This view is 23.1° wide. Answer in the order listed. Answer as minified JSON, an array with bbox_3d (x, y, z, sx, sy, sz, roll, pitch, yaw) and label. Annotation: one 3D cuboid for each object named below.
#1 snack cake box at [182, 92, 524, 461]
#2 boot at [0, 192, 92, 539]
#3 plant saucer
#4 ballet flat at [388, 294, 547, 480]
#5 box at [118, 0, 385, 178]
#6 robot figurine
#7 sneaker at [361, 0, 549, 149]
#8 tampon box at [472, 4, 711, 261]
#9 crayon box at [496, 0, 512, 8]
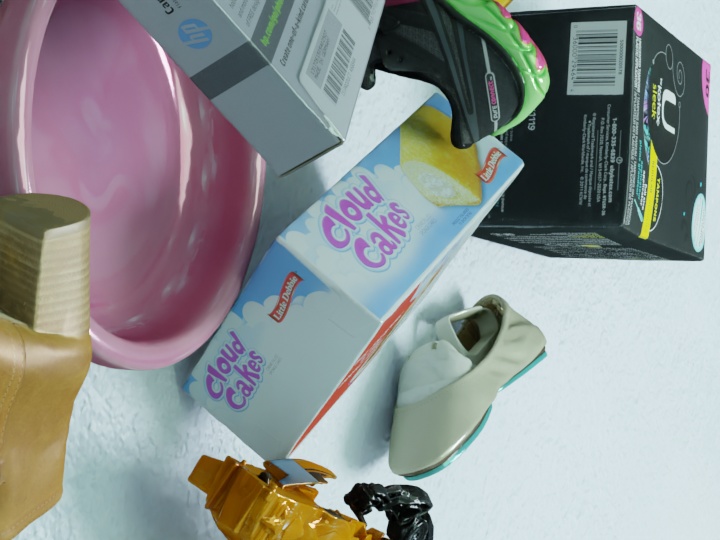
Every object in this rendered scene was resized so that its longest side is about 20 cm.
[{"bbox_3d":[0.000,0.000,0.926,0.115,0.067,0.200,-54,176,36],"label":"snack cake box"},{"bbox_3d":[-0.178,0.054,0.638,0.201,0.071,0.145,-12,119,-47],"label":"boot"},{"bbox_3d":[-0.110,-0.057,0.784,0.200,0.051,0.202,0,90,-64],"label":"plant saucer"},{"bbox_3d":[0.059,0.066,1.123,0.200,0.069,0.070,-39,125,-59],"label":"ballet flat"},{"bbox_3d":[-0.069,-0.160,0.764,0.200,0.041,0.156,48,32,-26],"label":"box"},{"bbox_3d":[-0.035,0.157,0.897,0.145,0.058,0.200,-56,150,0],"label":"robot figurine"},{"bbox_3d":[0.008,-0.142,0.918,0.084,0.200,0.077,-47,179,6],"label":"sneaker"},{"bbox_3d":[0.160,-0.090,1.237,0.200,0.126,0.151,11,81,-63],"label":"tampon box"},{"bbox_3d":[0.033,-0.222,0.985,0.051,0.127,0.200,-45,148,6],"label":"crayon box"}]
